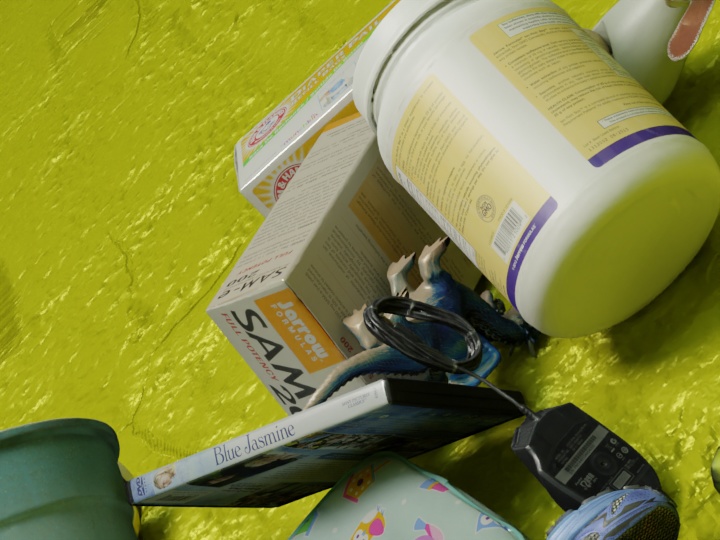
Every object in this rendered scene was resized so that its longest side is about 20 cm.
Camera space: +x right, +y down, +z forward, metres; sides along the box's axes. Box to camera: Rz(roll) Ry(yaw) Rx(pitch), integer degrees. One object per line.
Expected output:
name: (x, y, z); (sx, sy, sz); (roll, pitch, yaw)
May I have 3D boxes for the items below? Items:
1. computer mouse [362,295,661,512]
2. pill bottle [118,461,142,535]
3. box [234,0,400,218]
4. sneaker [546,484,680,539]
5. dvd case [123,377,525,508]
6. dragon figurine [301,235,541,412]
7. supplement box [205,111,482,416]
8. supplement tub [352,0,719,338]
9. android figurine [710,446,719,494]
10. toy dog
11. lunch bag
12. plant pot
computer mouse: (0.082, 0.081, 1.252); (0.059, 0.200, 0.034); (-40, -18, -39)
pill bottle: (-0.214, 0.220, 1.507); (0.111, 0.111, 0.200); (-28, 35, 30)
box: (0.020, -0.098, 1.568); (0.200, 0.112, 0.101); (-42, 19, 11)
sneaker: (0.115, 0.204, 1.157); (0.078, 0.075, 0.200); (17, 77, 51)
dvd case: (-0.020, 0.104, 1.333); (0.200, 0.143, 0.018); (-24, 71, 32)
dragon figurine: (0.045, 0.049, 1.360); (0.059, 0.100, 0.200); (-28, 16, 40)
supplement box: (0.000, 0.000, 1.442); (0.073, 0.126, 0.200); (-20, 27, 38)
supplement tub: (0.101, -0.073, 1.346); (0.145, 0.145, 0.200); (-44, 60, 5)
android figurine: (0.244, 0.122, 1.109); (0.200, 0.041, 0.182); (-6, 49, 51)
toy dog: (0.201, -0.142, 1.413); (0.132, 0.096, 0.200); (-19, -17, -28)
lunch bag: (0.022, 0.197, 1.268); (0.161, 0.077, 0.200); (-53, 30, -7)
plant pot: (-0.194, 0.221, 1.330); (0.200, 0.200, 0.196); (-36, 67, 19)
